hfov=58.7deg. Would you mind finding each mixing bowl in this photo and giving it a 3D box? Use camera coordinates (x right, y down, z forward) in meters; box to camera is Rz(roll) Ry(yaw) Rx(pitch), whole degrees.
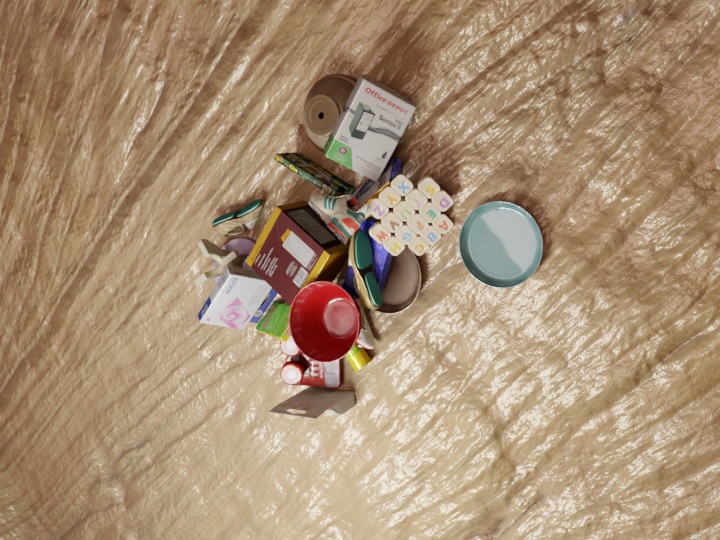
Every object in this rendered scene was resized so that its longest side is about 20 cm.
[{"bbox_3d":[-0.071,0.127,1.630,0.198,0.108,0.203,1,91,25],"label":"mixing bowl"}]

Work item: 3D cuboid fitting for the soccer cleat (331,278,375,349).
[{"bbox_3d":[-0.014,0.115,1.695,0.085,0.068,0.201,-41,76,31],"label":"soccer cleat"}]

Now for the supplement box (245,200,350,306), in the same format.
[{"bbox_3d":[-0.162,-0.043,1.704,0.200,0.132,0.198,42,118,15],"label":"supplement box"}]

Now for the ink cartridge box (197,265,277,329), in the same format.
[{"bbox_3d":[-0.324,0.084,1.792,0.197,0.198,0.044,-53,43,28],"label":"ink cartridge box"}]

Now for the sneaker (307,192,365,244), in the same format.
[{"bbox_3d":[-0.052,-0.146,1.541,0.093,0.070,0.200,-42,41,2],"label":"sneaker"}]

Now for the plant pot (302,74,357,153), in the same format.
[{"bbox_3d":[-0.075,-0.387,1.601,0.199,0.092,0.204,8,106,28],"label":"plant pot"}]

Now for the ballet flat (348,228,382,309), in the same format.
[{"bbox_3d":[0.000,0.000,1.574,0.063,0.068,0.203,-9,95,44],"label":"ballet flat"}]

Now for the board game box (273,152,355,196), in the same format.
[{"bbox_3d":[-0.118,-0.249,1.650,0.199,0.105,0.024,34,112,19],"label":"board game box"}]

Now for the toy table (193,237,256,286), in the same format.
[{"bbox_3d":[-0.388,-0.012,1.852,0.184,0.117,0.200,51,119,10],"label":"toy table"}]

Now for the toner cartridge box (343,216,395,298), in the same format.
[{"bbox_3d":[0.026,-0.026,1.614,0.094,0.043,0.202,26,112,24],"label":"toner cartridge box"}]

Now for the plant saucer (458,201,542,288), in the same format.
[{"bbox_3d":[0.325,-0.060,1.482,0.198,0.027,0.203,8,105,29],"label":"plant saucer"}]

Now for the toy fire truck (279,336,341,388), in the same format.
[{"bbox_3d":[-0.133,0.228,1.778,0.166,0.112,0.203,1,102,3],"label":"toy fire truck"}]

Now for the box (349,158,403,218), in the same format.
[{"bbox_3d":[0.035,-0.190,1.566,0.199,0.120,0.041,-35,115,31],"label":"box"}]

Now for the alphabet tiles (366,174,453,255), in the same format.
[{"bbox_3d":[0.119,-0.127,1.515,0.200,0.015,0.195,-42,116,16],"label":"alphabet tiles"}]

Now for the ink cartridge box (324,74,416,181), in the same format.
[{"bbox_3d":[0.021,-0.338,1.516,0.145,0.084,0.201,24,110,-14],"label":"ink cartridge box"}]

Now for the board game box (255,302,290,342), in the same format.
[{"bbox_3d":[-0.226,0.139,1.769,0.030,0.096,0.199,42,163,-27],"label":"board game box"}]

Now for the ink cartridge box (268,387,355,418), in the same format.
[{"bbox_3d":[-0.129,0.375,1.740,0.158,0.199,0.048,0,101,30],"label":"ink cartridge box"}]

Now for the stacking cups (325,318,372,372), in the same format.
[{"bbox_3d":[-0.045,0.173,1.728,0.060,0.060,0.201,-37,82,31],"label":"stacking cups"}]

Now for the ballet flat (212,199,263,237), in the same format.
[{"bbox_3d":[-0.338,-0.145,1.834,0.198,0.071,0.066,-16,120,34],"label":"ballet flat"}]

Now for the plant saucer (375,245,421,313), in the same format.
[{"bbox_3d":[0.071,0.009,1.640,0.198,0.034,0.203,7,103,29],"label":"plant saucer"}]
